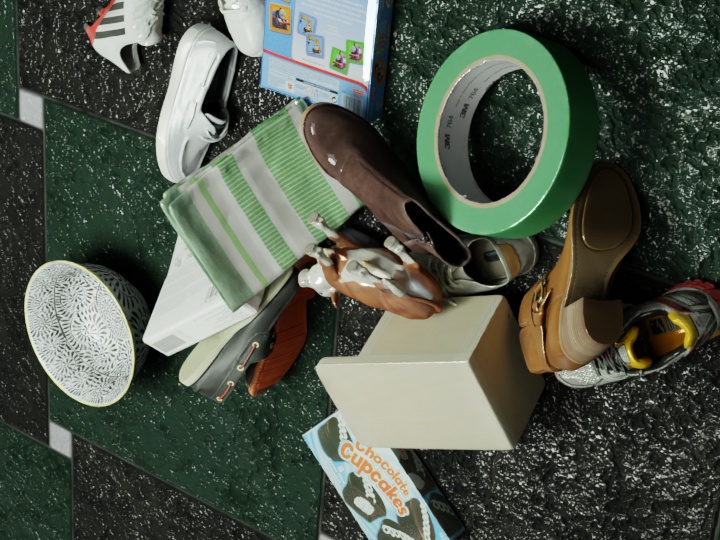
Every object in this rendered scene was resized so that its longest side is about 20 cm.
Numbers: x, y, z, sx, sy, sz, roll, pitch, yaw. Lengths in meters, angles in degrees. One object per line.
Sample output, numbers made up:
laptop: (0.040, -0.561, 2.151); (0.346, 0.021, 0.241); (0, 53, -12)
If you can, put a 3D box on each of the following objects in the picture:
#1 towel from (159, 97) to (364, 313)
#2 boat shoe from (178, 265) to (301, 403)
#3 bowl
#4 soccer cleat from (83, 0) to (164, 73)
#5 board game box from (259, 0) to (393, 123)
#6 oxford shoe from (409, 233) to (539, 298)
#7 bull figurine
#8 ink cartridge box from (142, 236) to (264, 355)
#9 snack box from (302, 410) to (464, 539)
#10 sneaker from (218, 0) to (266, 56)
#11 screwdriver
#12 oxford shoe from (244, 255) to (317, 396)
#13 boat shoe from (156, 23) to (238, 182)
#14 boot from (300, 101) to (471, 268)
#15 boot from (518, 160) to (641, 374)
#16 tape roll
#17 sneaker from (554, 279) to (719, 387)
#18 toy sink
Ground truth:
towel: (-0.103, -0.074, 1.564); (0.153, 0.200, 0.023); (56, 163, -17)
boat shoe: (-0.128, 0.070, 1.656); (0.063, 0.074, 0.202); (33, 111, -20)
bowl: (-0.339, 0.068, 1.880); (0.200, 0.094, 0.202); (16, 118, 32)
soccer cleat: (-0.256, -0.313, 1.681); (0.085, 0.069, 0.200); (46, 133, 2)
board game box: (-0.036, -0.276, 1.539); (0.151, 0.037, 0.201); (23, 122, 29)
oxford shoe: (0.101, 0.000, 1.535); (0.199, 0.058, 0.076); (-17, 101, 43)
bull figurine: (0.000, 0.000, 1.528); (0.199, 0.065, 0.121); (13, 158, 40)
ink cartridge box: (-0.168, -0.006, 1.692); (0.045, 0.177, 0.200); (32, 146, -26)
snack box: (0.026, 0.253, 1.711); (0.116, 0.037, 0.201); (-38, 83, 41)
sneaker: (-0.158, -0.323, 1.563); (0.073, 0.115, 0.201); (0, 110, 36)
screwdriver: (0.040, 0.001, 1.564); (0.200, 0.028, 0.029); (40, 101, 44)
oxford shoe: (-0.107, 0.056, 1.717); (0.073, 0.071, 0.201); (32, 115, 28)
boat shoe: (-0.185, -0.187, 1.678); (0.068, 0.072, 0.201); (29, 115, 25)
boot: (0.028, -0.091, 1.471); (0.200, 0.072, 0.166); (46, 178, -19)
boot: (0.208, 0.002, 1.426); (0.155, 0.073, 0.201); (139, 144, -66)
tape roll: (0.141, -0.133, 1.403); (0.200, 0.048, 0.202); (-5, 83, 47)
sneaker: (0.265, 0.068, 1.418); (0.200, 0.082, 0.078); (-32, 89, 43)
toy sink: (0.077, 0.108, 1.541); (0.199, 0.112, 0.131); (-5, 127, 36)
